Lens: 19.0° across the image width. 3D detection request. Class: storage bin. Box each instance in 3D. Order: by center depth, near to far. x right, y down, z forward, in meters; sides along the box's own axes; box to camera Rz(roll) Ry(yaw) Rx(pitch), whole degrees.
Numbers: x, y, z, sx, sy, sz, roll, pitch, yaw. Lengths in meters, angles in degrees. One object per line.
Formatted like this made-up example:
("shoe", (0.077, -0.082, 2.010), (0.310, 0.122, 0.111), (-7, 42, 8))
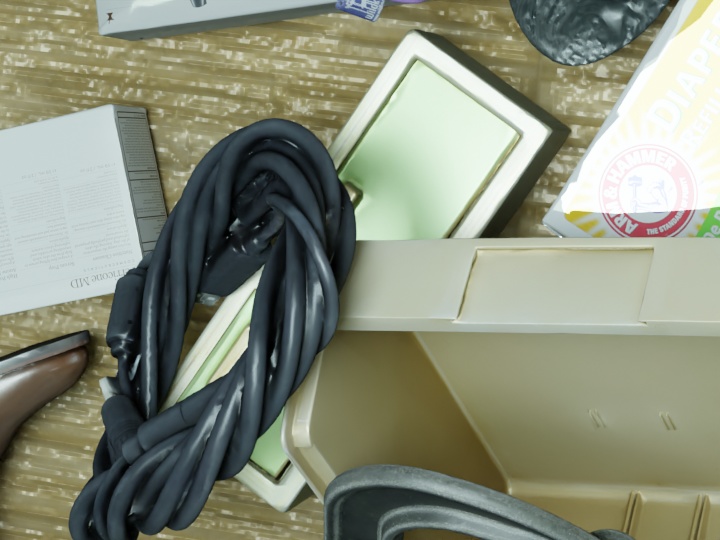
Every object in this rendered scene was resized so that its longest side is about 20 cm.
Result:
("storage bin", (0.101, 0.075, 0.820), (0.199, 0.199, 0.094), (0, 55, 27))

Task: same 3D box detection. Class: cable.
("cable", (-0.064, 0.026, 0.828), (0.051, 0.200, 0.164), (29, 66, -18))

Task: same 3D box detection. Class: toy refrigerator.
("toy refrigerator", (0.000, 0.000, 0.929), (0.076, 0.070, 0.200), (37, 101, 8))

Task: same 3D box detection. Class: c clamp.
("c clamp", (0.065, 0.131, 0.819), (0.170, 0.200, 0.027), (15, 61, 15))

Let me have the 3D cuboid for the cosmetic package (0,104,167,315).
("cosmetic package", (-0.188, -0.014, 0.981), (0.199, 0.051, 0.083), (-11, 89, 14))

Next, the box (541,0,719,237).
("box", (0.171, -0.076, 0.863), (0.101, 0.112, 0.200), (33, 101, 8))

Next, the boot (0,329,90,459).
("boot", (-0.157, 0.149, 0.981), (0.186, 0.064, 0.201), (-30, 89, 12))

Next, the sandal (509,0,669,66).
("sandal", (0.112, -0.160, 0.822), (0.075, 0.048, 0.201), (30, 122, -3))

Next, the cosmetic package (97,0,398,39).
("cosmetic package", (-0.016, -0.152, 0.926), (0.199, 0.051, 0.083), (-7, 93, 13))

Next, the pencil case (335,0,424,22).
("pencil case", (0.018, -0.202, 0.828), (0.085, 0.084, 0.201), (16, 105, -18))
